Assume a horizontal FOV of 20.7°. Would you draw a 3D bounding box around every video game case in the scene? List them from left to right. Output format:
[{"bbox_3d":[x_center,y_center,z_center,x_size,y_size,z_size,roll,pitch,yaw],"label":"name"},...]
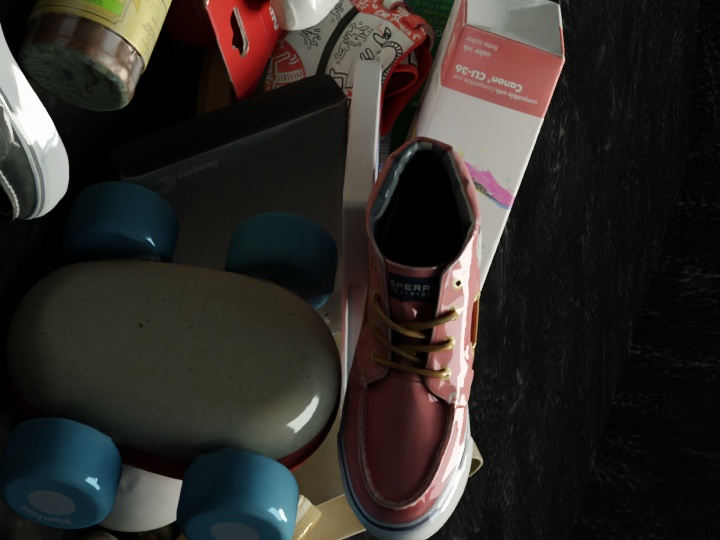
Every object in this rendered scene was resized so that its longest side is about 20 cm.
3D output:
[{"bbox_3d":[0.000,0.000,1.145,0.143,0.017,0.201,-86,178,-52],"label":"video game case"}]

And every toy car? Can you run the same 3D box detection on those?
[{"bbox_3d":[-0.105,0.088,1.085,0.200,0.176,0.185,103,-3,-55],"label":"toy car"}]

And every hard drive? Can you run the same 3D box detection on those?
[{"bbox_3d":[-0.074,-0.016,1.169,0.139,0.033,0.200,-21,141,-18],"label":"hard drive"}]

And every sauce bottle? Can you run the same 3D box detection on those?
[{"bbox_3d":[-0.114,-0.181,1.006,0.065,0.064,0.201,70,33,-63],"label":"sauce bottle"}]

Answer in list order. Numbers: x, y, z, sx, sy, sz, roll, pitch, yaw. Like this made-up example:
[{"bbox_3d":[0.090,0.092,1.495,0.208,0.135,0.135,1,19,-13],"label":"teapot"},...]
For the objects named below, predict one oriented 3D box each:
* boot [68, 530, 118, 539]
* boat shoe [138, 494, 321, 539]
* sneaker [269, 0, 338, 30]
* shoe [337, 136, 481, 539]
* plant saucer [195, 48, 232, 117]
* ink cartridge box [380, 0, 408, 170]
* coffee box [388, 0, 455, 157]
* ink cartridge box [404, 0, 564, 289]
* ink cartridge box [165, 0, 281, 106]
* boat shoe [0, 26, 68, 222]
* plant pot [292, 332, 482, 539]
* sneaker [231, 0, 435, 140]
[{"bbox_3d":[-0.157,0.202,1.159,0.097,0.074,0.200,-74,178,-52],"label":"boot"},{"bbox_3d":[-0.100,0.162,1.213,0.200,0.069,0.074,-34,-171,48],"label":"boat shoe"},{"bbox_3d":[0.005,-0.213,1.120,0.077,0.080,0.200,84,25,-54],"label":"sneaker"},{"bbox_3d":[0.025,0.033,1.012,0.091,0.071,0.201,75,22,-61],"label":"shoe"},{"bbox_3d":[-0.064,-0.125,1.291,0.200,0.032,0.201,13,90,-75],"label":"plant saucer"},{"bbox_3d":[0.014,-0.140,1.365,0.200,0.076,0.137,79,27,-60],"label":"ink cartridge box"},{"bbox_3d":[0.063,-0.150,1.304,0.123,0.044,0.201,-41,140,-66],"label":"coffee box"},{"bbox_3d":[0.060,-0.066,1.203,0.117,0.067,0.201,-82,-171,-67],"label":"ink cartridge box"},{"bbox_3d":[-0.072,-0.206,1.127,0.116,0.067,0.201,74,32,-60],"label":"ink cartridge box"},{"bbox_3d":[-0.182,-0.079,0.851,0.057,0.069,0.200,-50,153,-22],"label":"boat shoe"},{"bbox_3d":[-0.033,0.108,1.351,0.200,0.200,0.135,35,32,-74],"label":"plant pot"},{"bbox_3d":[0.001,-0.171,1.223,0.067,0.108,0.202,70,35,-64],"label":"sneaker"}]
